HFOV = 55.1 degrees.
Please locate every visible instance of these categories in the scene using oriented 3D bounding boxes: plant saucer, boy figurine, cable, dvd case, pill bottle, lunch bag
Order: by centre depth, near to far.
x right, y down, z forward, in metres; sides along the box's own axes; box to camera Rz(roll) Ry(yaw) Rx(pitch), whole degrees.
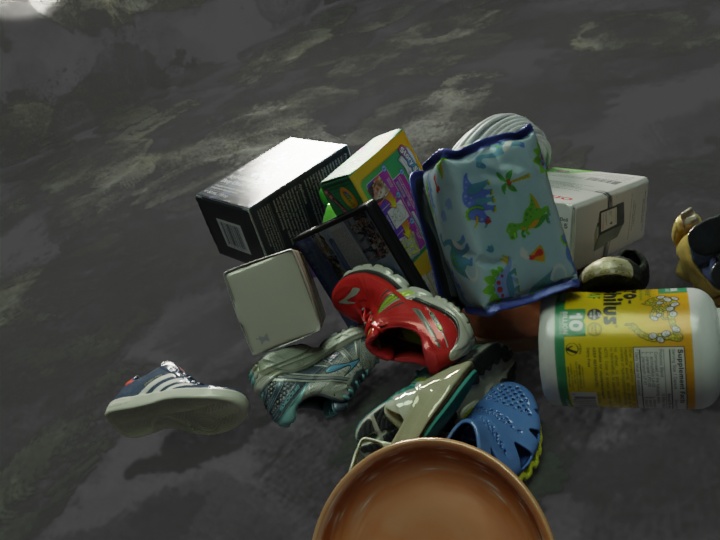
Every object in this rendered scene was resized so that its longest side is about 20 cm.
[{"bbox_3d":[0.055,0.233,0.528,0.197,0.037,0.204,-9,66,20],"label":"plant saucer"},{"bbox_3d":[0.279,0.075,0.664,0.197,0.114,0.113,-3,33,24],"label":"pill bottle"},{"bbox_3d":[0.376,-0.007,0.731,0.064,0.126,0.200,-31,-15,16],"label":"boy figurine"},{"bbox_3d":[0.130,-0.046,0.750,0.125,0.173,0.200,-16,1,-4],"label":"lunch bag"},{"bbox_3d":[0.000,0.000,0.833,0.017,0.144,0.199,-36,10,-28],"label":"dvd case"},{"bbox_3d":[0.192,0.035,0.855,0.197,0.033,0.201,-13,31,8],"label":"plant saucer"},{"bbox_3d":[0.178,-0.120,0.957,0.069,0.202,0.199,41,19,27],"label":"cable"}]

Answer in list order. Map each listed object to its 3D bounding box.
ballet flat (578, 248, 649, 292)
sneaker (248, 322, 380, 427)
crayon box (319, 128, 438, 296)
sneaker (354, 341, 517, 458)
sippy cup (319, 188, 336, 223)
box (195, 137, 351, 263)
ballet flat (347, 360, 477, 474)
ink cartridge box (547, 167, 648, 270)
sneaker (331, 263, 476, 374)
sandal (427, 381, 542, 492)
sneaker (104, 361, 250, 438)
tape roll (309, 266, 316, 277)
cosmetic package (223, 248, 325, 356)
[{"bbox_3d":[0.273,-0.001,0.746,0.065,0.058,0.199,-2,-4,26],"label":"ballet flat"},{"bbox_3d":[-0.028,0.125,0.805,0.197,0.078,0.087,-17,66,-26],"label":"sneaker"},{"bbox_3d":[0.048,-0.056,0.857,0.058,0.202,0.119,-10,27,47],"label":"crayon box"},{"bbox_3d":[0.077,0.139,0.731,0.198,0.079,0.079,-27,12,-23],"label":"sneaker"},{"bbox_3d":[0.010,-0.053,0.977,0.175,0.133,0.140,-7,21,-20],"label":"sippy cup"},{"bbox_3d":[-0.118,-0.105,1.043,0.199,0.108,0.147,-38,35,-30],"label":"box"},{"bbox_3d":[0.036,0.159,0.641,0.069,0.070,0.201,17,68,45],"label":"ballet flat"},{"bbox_3d":[0.256,-0.072,0.883,0.198,0.086,0.144,-19,25,-41],"label":"ink cartridge box"},{"bbox_3d":[0.028,0.053,0.742,0.084,0.078,0.198,-34,34,-31],"label":"sneaker"},{"bbox_3d":[0.110,0.168,0.633,0.078,0.088,0.200,3,35,34],"label":"sandal"},{"bbox_3d":[-0.218,0.149,0.847,0.197,0.076,0.085,-6,37,20],"label":"sneaker"},{"bbox_3d":[-0.068,-0.070,1.129,0.197,0.066,0.201,-14,32,9],"label":"tape roll"},{"bbox_3d":[-0.100,0.034,0.862,0.086,0.105,0.200,-20,2,-1],"label":"cosmetic package"}]
